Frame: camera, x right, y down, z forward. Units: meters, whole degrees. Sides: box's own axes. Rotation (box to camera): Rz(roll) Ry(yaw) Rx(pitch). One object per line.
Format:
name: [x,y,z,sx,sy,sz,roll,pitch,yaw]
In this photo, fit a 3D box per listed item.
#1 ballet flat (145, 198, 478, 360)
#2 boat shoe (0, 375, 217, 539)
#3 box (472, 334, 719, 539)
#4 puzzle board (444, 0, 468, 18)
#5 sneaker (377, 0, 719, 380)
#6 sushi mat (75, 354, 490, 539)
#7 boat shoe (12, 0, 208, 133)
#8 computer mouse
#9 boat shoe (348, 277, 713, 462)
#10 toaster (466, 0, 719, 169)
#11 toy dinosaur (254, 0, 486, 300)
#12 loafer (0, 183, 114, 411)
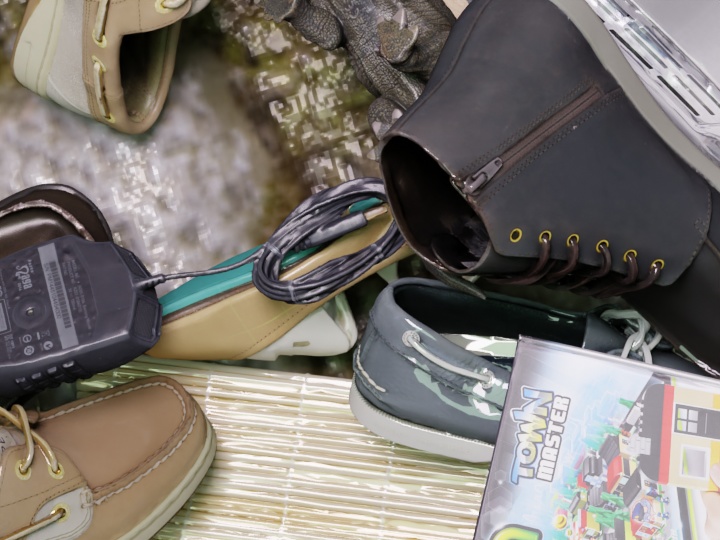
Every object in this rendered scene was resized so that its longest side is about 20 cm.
ballet flat: [0.000,0.000,1.164,0.199,0.069,0.063,-30,98,3]
boat shoe: [-0.147,0.092,1.119,0.199,0.067,0.074,-30,43,-23]
box: [0.091,0.135,1.075,0.109,0.035,0.202,12,86,6]
puzzle board: [0.022,-0.189,1.209,0.199,0.017,0.151,30,88,10]
sneaker: [0.086,-0.007,1.064,0.200,0.075,0.106,48,55,-13]
sushi mat: [-0.028,0.091,1.179,0.198,0.012,0.096,6,83,7]
boat shoe: [-0.087,-0.128,1.126,0.066,0.200,0.074,34,58,6]
computer mouse: [-0.074,0.008,1.125,0.198,0.034,0.059,-15,58,0]
boat shoe: [0.095,0.046,1.129,0.198,0.073,0.062,10,123,4]
toaster: [0.130,-0.124,1.123,0.200,0.114,0.129,44,77,-1]
toy dinosaur: [0.020,-0.082,1.115,0.077,0.102,0.200,-42,68,16]
loafer: [-0.176,0.047,1.161,0.073,0.071,0.200,43,85,-7]
